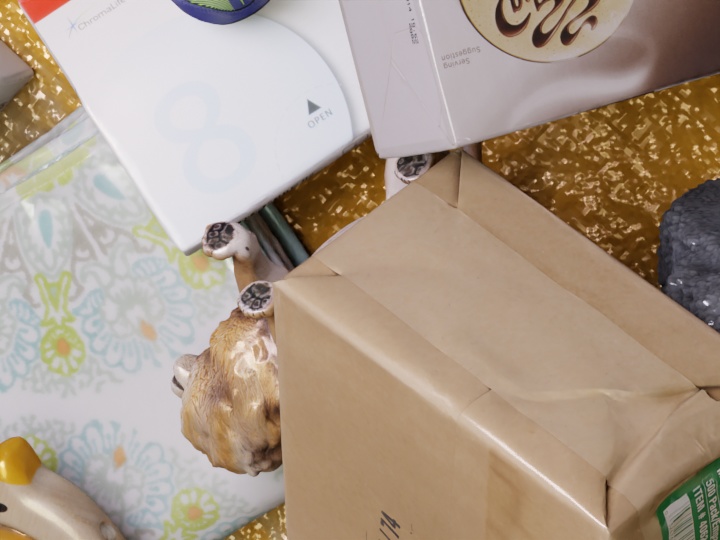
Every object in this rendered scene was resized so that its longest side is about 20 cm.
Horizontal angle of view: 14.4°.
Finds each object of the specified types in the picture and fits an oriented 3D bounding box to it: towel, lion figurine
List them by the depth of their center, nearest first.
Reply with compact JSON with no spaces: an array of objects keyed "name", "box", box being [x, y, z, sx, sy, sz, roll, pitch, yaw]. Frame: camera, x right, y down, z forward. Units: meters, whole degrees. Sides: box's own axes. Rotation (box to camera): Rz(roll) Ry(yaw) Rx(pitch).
[{"name":"lion figurine","box":[0.000,0.000,1.190,0.200,0.123,0.072,-37,53,-5]},{"name":"towel","box":[-0.101,0.028,1.281,0.171,0.048,0.200,-32,92,21]}]

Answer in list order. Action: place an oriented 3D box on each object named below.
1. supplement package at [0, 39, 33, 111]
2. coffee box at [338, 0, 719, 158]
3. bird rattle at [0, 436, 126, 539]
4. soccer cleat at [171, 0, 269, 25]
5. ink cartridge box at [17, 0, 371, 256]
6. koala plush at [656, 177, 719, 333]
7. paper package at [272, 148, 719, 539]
[{"name":"supplement package","box":[-0.263,-0.050,1.267,0.117,0.117,0.200,43,108,3]},{"name":"coffee box","box":[0.095,-0.123,1.123,0.199,0.080,0.113,-16,95,-22]},{"name":"bird rattle","box":[-0.169,0.157,1.272,0.163,0.113,0.200,-30,97,32]},{"name":"soccer cleat","box":[-0.093,-0.192,1.169,0.065,0.084,0.200,-31,75,-1]},{"name":"ink cartridge box","box":[-0.063,-0.132,1.208,0.160,0.047,0.200,-34,93,-3]},{"name":"koala plush","box":[0.208,0.079,1.158,0.177,0.184,0.201,-3,113,15]},{"name":"paper package","box":[0.064,0.086,1.122,0.190,0.103,0.200,36,147,30]}]
